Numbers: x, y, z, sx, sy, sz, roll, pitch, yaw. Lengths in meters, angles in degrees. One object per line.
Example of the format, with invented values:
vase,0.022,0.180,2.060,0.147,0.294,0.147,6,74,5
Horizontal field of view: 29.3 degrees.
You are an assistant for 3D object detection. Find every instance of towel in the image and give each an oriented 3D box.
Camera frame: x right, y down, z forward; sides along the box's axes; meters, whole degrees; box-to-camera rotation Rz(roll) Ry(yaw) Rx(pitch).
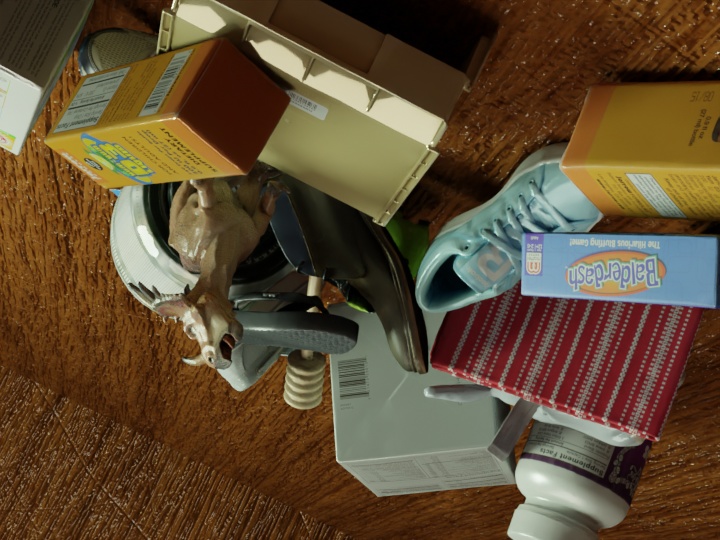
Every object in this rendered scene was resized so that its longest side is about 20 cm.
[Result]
towel,0.164,0.039,1.090,0.198,0.146,0.022,18,167,23

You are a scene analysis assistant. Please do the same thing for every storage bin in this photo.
storage bin,-0.033,-0.139,0.941,0.199,0.094,0.199,27,161,-4

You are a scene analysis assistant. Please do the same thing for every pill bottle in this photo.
pill bottle,0.211,0.169,1.286,0.111,0.201,0.112,22,166,6

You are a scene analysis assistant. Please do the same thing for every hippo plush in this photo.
hippo plush,0.188,0.095,1.169,0.159,0.200,0.161,41,177,22

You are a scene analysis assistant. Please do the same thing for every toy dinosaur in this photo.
toy dinosaur,-0.116,-0.025,1.032,0.085,0.136,0.200,23,-159,-13

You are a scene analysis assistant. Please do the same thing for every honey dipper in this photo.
honey dipper,-0.044,0.035,1.250,0.038,0.038,0.202,18,122,19

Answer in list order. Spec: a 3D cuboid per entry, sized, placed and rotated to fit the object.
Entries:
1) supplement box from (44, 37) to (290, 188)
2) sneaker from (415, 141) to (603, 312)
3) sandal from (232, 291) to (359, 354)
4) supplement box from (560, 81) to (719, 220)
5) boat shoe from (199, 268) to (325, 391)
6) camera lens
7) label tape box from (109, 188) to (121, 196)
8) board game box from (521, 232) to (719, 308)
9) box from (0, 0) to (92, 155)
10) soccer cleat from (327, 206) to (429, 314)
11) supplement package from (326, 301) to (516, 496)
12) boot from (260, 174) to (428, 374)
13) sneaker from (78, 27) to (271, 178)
supplement box,-0.134,-0.100,0.924,0.066,0.069,0.199,38,160,-29
sneaker,0.112,-0.019,1.024,0.074,0.082,0.200,38,139,-11
sandal,-0.075,0.036,1.122,0.076,0.043,0.199,20,169,-36
supplement box,0.222,-0.070,0.818,0.199,0.067,0.069,6,154,47
boat shoe,-0.081,0.052,1.326,0.070,0.201,0.072,-23,102,35
camera lens,-0.136,-0.043,1.225,0.159,0.161,0.200,28,161,-11
label tape box,-0.178,-0.013,1.518,0.198,0.067,0.143,15,159,23
board game box,0.227,-0.002,0.909,0.199,0.046,0.151,-1,-177,-41
box,-0.287,-0.185,1.108,0.101,0.113,0.200,28,162,-13
soccer cleat,0.000,0.000,1.236,0.067,0.082,0.200,26,162,-15
supplement package,0.063,0.123,1.332,0.149,0.153,0.200,-7,161,10
boot,-0.011,-0.002,1.112,0.096,0.202,0.075,-19,174,6
sneaker,-0.123,-0.146,1.087,0.199,0.078,0.085,22,160,-21
